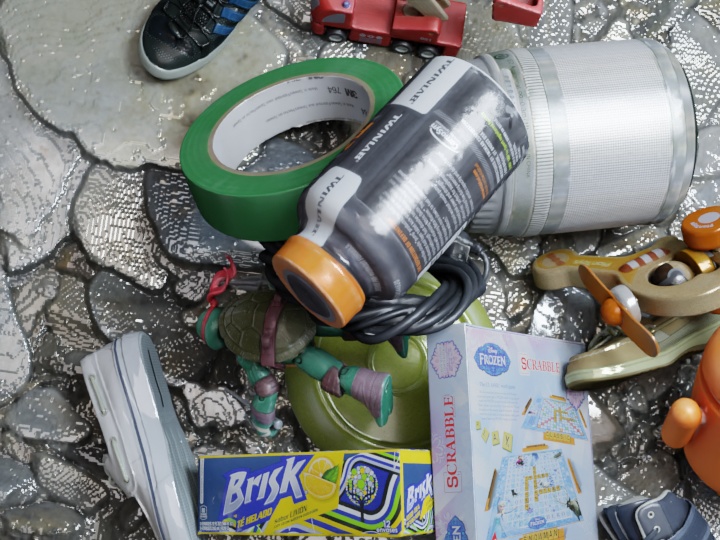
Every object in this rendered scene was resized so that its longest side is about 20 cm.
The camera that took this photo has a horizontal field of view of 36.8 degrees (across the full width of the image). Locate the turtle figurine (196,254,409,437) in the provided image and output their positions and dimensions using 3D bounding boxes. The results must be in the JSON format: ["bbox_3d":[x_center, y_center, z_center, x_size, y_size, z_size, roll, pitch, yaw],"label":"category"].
[{"bbox_3d":[-0.063,0.061,0.897,0.197,0.101,0.152,9,75,16],"label":"turtle figurine"}]

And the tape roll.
[{"bbox_3d":[-0.052,-0.107,0.912,0.197,0.049,0.202,-12,38,10],"label":"tape roll"}]

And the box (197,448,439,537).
[{"bbox_3d":[-0.035,0.177,0.859,0.197,0.070,0.066,-9,77,32],"label":"box"}]

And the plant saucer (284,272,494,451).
[{"bbox_3d":[0.031,0.082,0.956,0.196,0.031,0.204,1,79,-5],"label":"plant saucer"}]

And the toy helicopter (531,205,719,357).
[{"bbox_3d":[0.224,0.010,0.917,0.132,0.198,0.080,-40,119,-34],"label":"toy helicopter"}]

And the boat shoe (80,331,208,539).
[{"bbox_3d":[-0.183,0.155,0.910,0.066,0.074,0.203,-20,73,7],"label":"boat shoe"}]

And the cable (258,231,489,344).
[{"bbox_3d":[0.000,0.000,0.875,0.197,0.051,0.163,18,36,17],"label":"cable"}]

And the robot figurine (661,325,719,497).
[{"bbox_3d":[0.330,0.114,0.896,0.142,0.202,0.117,15,48,18],"label":"robot figurine"}]

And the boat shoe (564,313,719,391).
[{"bbox_3d":[0.254,0.054,0.949,0.198,0.073,0.064,-16,80,-24],"label":"boat shoe"}]

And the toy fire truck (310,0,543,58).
[{"bbox_3d":[0.055,-0.241,0.963,0.196,0.141,0.050,10,78,-4],"label":"toy fire truck"}]

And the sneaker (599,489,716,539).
[{"bbox_3d":[0.232,0.277,0.900,0.202,0.077,0.147,-39,94,-29],"label":"sneaker"}]

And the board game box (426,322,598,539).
[{"bbox_3d":[0.129,0.153,0.883,0.041,0.199,0.203,-10,76,37],"label":"board game box"}]

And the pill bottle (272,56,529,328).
[{"bbox_3d":[0.025,-0.053,0.788,0.106,0.106,0.200,42,72,3],"label":"pill bottle"}]

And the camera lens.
[{"bbox_3d":[0.180,-0.114,0.942,0.196,0.160,0.163,-5,80,-7],"label":"camera lens"}]

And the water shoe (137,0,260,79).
[{"bbox_3d":[-0.128,-0.259,0.980,0.071,0.079,0.200,43,78,4],"label":"water shoe"}]
